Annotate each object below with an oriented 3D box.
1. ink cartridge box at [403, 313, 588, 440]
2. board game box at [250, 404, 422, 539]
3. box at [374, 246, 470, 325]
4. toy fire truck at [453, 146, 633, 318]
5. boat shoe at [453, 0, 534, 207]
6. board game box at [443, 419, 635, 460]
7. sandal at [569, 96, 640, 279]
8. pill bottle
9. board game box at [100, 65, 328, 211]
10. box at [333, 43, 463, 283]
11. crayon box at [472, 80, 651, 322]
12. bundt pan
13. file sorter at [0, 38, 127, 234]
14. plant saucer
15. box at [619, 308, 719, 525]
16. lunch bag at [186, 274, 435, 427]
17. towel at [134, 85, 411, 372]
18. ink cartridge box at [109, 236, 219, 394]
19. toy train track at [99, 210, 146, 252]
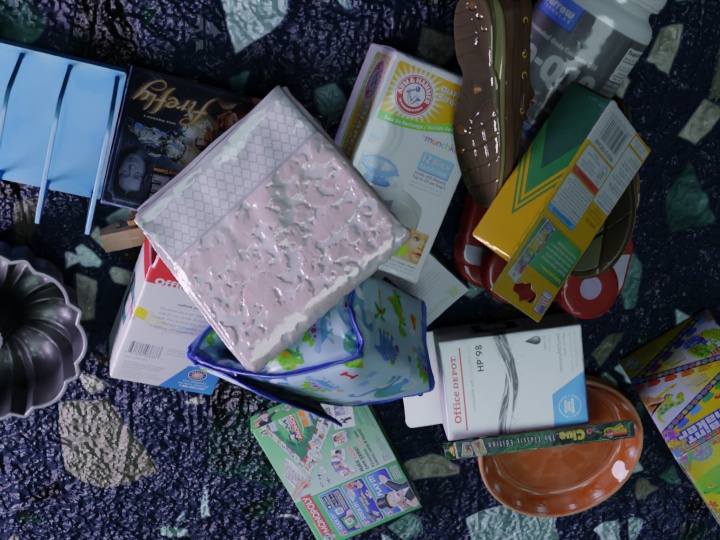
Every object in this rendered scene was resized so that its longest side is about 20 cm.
[{"bbox_3d":[0.146,0.120,1.350,0.199,0.067,0.117,-7,100,-1],"label":"ink cartridge box"},{"bbox_3d":[-0.026,0.226,1.426,0.134,0.029,0.201,-23,119,6],"label":"board game box"},{"bbox_3d":[0.000,0.000,1.305,0.144,0.036,0.200,-42,117,14],"label":"box"},{"bbox_3d":[0.197,-0.049,1.273,0.199,0.112,0.169,11,98,-14],"label":"toy fire truck"},{"bbox_3d":[0.129,-0.156,1.107,0.067,0.072,0.201,-15,115,-27],"label":"boat shoe"},{"bbox_3d":[0.198,0.192,1.367,0.199,0.105,0.024,-6,78,-4],"label":"board game box"},{"bbox_3d":[0.246,-0.081,1.224,0.081,0.201,0.055,-13,146,33],"label":"sandal"},{"bbox_3d":[0.208,-0.215,1.171,0.113,0.114,0.201,25,112,-19],"label":"pill bottle"},{"bbox_3d":[-0.143,-0.109,1.193,0.199,0.035,0.136,13,88,-14],"label":"board game box"},{"bbox_3d":[0.033,-0.108,1.187,0.112,0.101,0.201,20,99,-17],"label":"box"},{"bbox_3d":[0.182,-0.061,1.137,0.201,0.051,0.126,-57,147,1],"label":"crayon box"},{"bbox_3d":[-0.380,0.053,1.257,0.200,0.076,0.203,-3,119,-5],"label":"bundt pan"},{"bbox_3d":[-0.334,-0.129,1.139,0.199,0.123,0.139,12,115,-13],"label":"file sorter"},{"bbox_3d":[0.237,0.207,1.451,0.199,0.032,0.201,-3,119,-5],"label":"plant saucer"},{"bbox_3d":[0.415,0.189,1.373,0.122,0.193,0.200,-32,118,10],"label":"box"},{"bbox_3d":[-0.050,0.083,1.229,0.199,0.128,0.170,-14,157,25],"label":"lunch bag"},{"bbox_3d":[-0.085,-0.039,1.126,0.200,0.032,0.191,-40,87,9],"label":"towel"},{"bbox_3d":[-0.178,0.030,1.251,0.116,0.067,0.201,13,127,-21],"label":"ink cartridge box"},{"bbox_3d":[-0.167,-0.056,1.247,0.199,0.033,0.115,-11,132,-1],"label":"toy train track"}]
